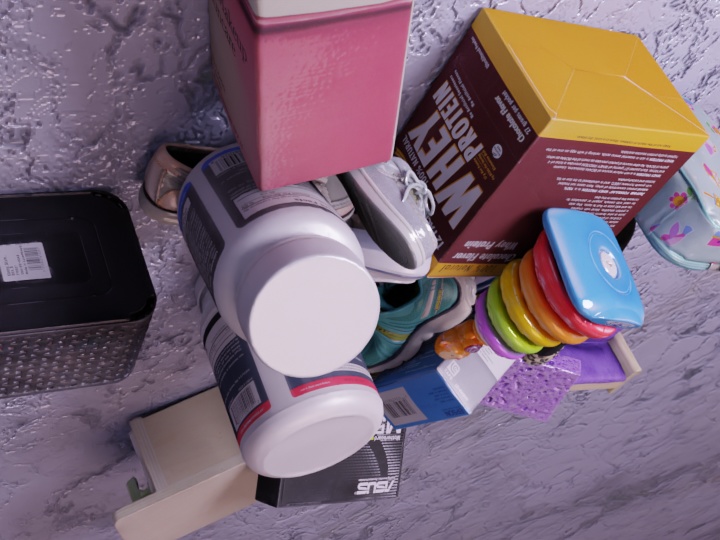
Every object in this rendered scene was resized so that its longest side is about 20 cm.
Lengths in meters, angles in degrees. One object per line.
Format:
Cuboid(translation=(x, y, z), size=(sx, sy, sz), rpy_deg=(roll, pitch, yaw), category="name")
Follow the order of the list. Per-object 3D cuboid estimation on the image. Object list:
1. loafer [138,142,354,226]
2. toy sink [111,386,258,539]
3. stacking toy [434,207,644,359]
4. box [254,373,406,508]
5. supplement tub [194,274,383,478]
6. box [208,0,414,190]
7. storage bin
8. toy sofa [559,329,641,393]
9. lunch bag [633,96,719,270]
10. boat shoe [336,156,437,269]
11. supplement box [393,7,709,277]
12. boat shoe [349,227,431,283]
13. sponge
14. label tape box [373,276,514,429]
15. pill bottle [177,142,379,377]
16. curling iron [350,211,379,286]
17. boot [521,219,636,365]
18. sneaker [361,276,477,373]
Cuboid(translation=(-0.086, -0.074, 0.905), size=(0.199, 0.072, 0.063), rpy_deg=(-2, 135, -29), category="loafer")
Cuboid(translation=(-0.200, 0.226, 1.243), size=(0.200, 0.112, 0.130), rpy_deg=(-24, 150, -11), category="toy sink")
Cuboid(translation=(0.144, 0.038, 0.962), size=(0.200, 0.110, 0.116), rpy_deg=(-32, 153, 34), category="stacking toy")
Cuboid(translation=(-0.024, 0.169, 1.220), size=(0.047, 0.194, 0.200), rpy_deg=(4, 177, 44), category="box")
Cuboid(translation=(-0.073, 0.084, 1.023), size=(0.140, 0.200, 0.140), rpy_deg=(-18, 149, -11), category="supplement tub")
Cuboid(translation=(-0.039, -0.172, 0.723), size=(0.109, 0.128, 0.200), rpy_deg=(-15, 148, -14), category="box")
Cuboid(translation=(-0.277, 0.019, 0.839), size=(0.200, 0.135, 0.094), rpy_deg=(-6, 145, -29), category="storage bin")
Cuboid(translation=(0.297, 0.115, 1.454), size=(0.200, 0.083, 0.098), rpy_deg=(3, 141, -38), category="toy sofa")
Cuboid(translation=(0.322, -0.087, 1.042), size=(0.160, 0.200, 0.077), rpy_deg=(4, 142, -42), category="lunch bag")
Cuboid(translation=(0.016, -0.082, 0.833), size=(0.065, 0.202, 0.075), rpy_deg=(-26, 134, -3), category="boat shoe")
Cuboid(translation=(0.158, -0.106, 0.961), size=(0.197, 0.133, 0.200), rpy_deg=(0, 142, -35), category="supplement box")
Cuboid(translation=(-0.033, -0.004, 0.952), size=(0.074, 0.199, 0.066), rpy_deg=(-24, 122, -63), category="boat shoe")
Cuboid(translation=(0.168, 0.130, 1.348), size=(0.199, 0.030, 0.112), rpy_deg=(16, 137, -8), category="sponge")
Cuboid(translation=(0.117, 0.082, 1.165), size=(0.200, 0.066, 0.143), rpy_deg=(-41, -172, -33), category="label tape box")
Cuboid(translation=(-0.064, -0.012, 0.794), size=(0.113, 0.200, 0.114), rpy_deg=(-10, 120, -17), category="pill bottle")
Cuboid(translation=(0.000, 0.000, 1.117), size=(0.049, 0.026, 0.200), rpy_deg=(-20, 149, -13), category="curling iron")
Cuboid(translation=(0.233, 0.002, 1.179), size=(0.073, 0.204, 0.154), rpy_deg=(21, 156, -4), category="boot")
Cuboid(translation=(0.037, 0.041, 1.120), size=(0.080, 0.078, 0.200), rpy_deg=(22, 138, -26), category="sneaker")
